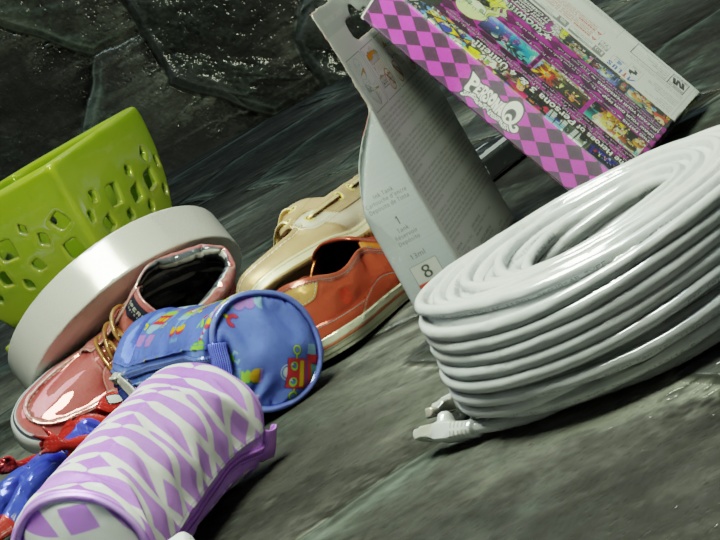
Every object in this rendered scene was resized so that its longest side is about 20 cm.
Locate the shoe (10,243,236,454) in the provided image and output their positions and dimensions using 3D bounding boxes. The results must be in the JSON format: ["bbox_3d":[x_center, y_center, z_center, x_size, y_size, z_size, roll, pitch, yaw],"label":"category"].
[{"bbox_3d":[-0.174,0.054,1.537,0.200,0.071,0.091,-31,-31,-24],"label":"shoe"}]

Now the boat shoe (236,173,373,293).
[{"bbox_3d":[-0.029,-0.019,1.508,0.200,0.069,0.074,-30,-35,-45],"label":"boat shoe"}]

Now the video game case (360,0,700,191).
[{"bbox_3d":[0.118,-0.142,1.379,0.036,0.200,0.181,-52,-4,34],"label":"video game case"}]

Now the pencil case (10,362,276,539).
[{"bbox_3d":[-0.111,0.115,1.089,0.085,0.084,0.200,8,22,11],"label":"pencil case"}]

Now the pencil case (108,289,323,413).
[{"bbox_3d":[-0.100,0.058,1.358,0.087,0.078,0.200,-16,1,-27],"label":"pencil case"}]

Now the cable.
[{"bbox_3d":[0.123,-0.002,0.990,0.200,0.069,0.200,-37,11,-36],"label":"cable"}]

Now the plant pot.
[{"bbox_3d":[-0.302,-0.030,2.178,0.199,0.182,0.200,-25,10,30],"label":"plant pot"}]

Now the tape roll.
[{"bbox_3d":[-0.182,0.031,1.621,0.203,0.037,0.203,-35,-21,-15],"label":"tape roll"}]

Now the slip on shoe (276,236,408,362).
[{"bbox_3d":[0.000,0.000,1.414,0.074,0.061,0.200,-27,8,32],"label":"slip on shoe"}]

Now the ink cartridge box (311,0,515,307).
[{"bbox_3d":[0.022,-0.084,1.345,0.050,0.200,0.162,-30,8,20],"label":"ink cartridge box"}]

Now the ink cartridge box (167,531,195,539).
[{"bbox_3d":[-0.140,0.196,0.854,0.200,0.043,0.196,-33,10,-3],"label":"ink cartridge box"}]

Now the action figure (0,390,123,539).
[{"bbox_3d":[-0.221,0.137,1.436,0.065,0.052,0.200,-27,7,40],"label":"action figure"}]

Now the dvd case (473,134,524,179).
[{"bbox_3d":[0.031,-0.046,1.680,0.200,0.025,0.150,-38,12,-37],"label":"dvd case"}]
